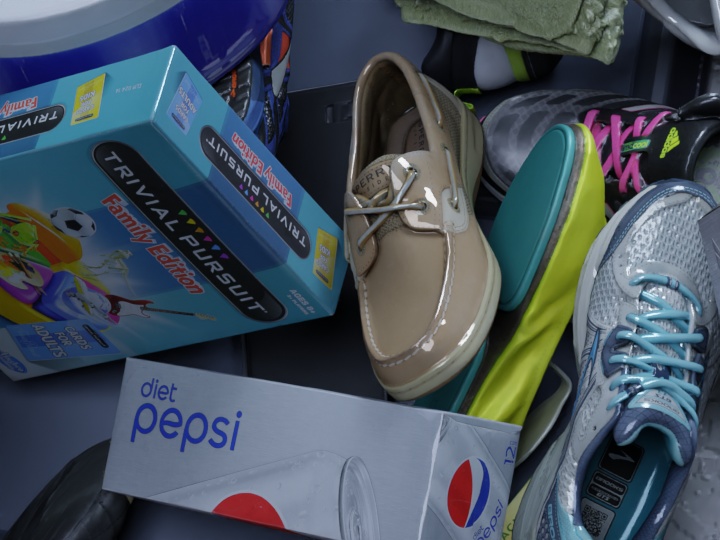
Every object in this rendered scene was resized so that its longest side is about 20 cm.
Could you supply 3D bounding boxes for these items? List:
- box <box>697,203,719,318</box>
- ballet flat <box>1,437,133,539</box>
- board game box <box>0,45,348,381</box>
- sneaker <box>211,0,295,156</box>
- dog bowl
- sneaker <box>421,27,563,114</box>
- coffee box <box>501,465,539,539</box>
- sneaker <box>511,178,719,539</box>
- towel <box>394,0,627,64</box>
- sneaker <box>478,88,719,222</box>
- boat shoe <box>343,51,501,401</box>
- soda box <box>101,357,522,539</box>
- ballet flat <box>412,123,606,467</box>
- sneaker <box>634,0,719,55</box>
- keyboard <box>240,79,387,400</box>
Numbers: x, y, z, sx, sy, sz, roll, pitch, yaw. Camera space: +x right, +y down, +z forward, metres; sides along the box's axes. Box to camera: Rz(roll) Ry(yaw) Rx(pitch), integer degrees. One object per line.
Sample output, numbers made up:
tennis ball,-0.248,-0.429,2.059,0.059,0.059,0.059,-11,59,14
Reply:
box,0.245,0.060,1.255,0.158,0.048,0.201,-1,71,-30
ballet flat,-0.160,0.173,1.380,0.200,0.057,0.066,-61,25,-9
board game box,-0.128,-0.022,1.334,0.199,0.151,0.047,-12,48,33
sneaker,-0.067,-0.102,1.411,0.075,0.079,0.200,-3,47,17
dog bowl,-0.133,-0.161,1.378,0.199,0.079,0.201,-10,45,10
sneaker,0.038,-0.176,1.419,0.083,0.072,0.201,-19,70,9
coffee box,0.122,0.197,1.297,0.200,0.044,0.123,40,85,21
sneaker,0.131,0.056,1.259,0.077,0.086,0.201,16,84,-9
towel,0.066,-0.201,1.315,0.148,0.036,0.201,17,118,38
sneaker,0.145,-0.052,1.345,0.199,0.087,0.074,15,77,17
boat shoe,0.018,-0.022,1.310,0.071,0.065,0.200,-29,35,21
soda box,-0.026,0.088,1.315,0.199,0.063,0.069,8,86,39
ballet flat,0.079,0.029,1.335,0.067,0.067,0.201,22,99,-23
sneaker,0.117,-0.182,1.346,0.200,0.089,0.075,43,115,-8
keyboard,0.000,0.000,1.403,0.127,0.021,0.201,-8,72,18
